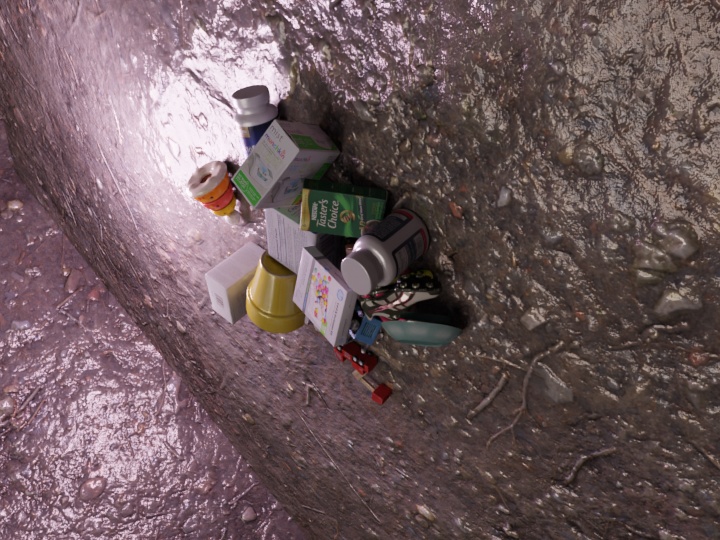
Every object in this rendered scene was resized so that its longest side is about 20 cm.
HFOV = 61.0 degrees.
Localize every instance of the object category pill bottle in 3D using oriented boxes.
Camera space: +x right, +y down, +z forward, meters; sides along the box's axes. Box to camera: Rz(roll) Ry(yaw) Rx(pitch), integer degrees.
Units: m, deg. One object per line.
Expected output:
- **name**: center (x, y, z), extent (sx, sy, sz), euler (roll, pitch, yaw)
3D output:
- **pill bottle**: center (0.052, -0.038, 1.349), extent (0.118, 0.199, 0.122), euler (29, 139, 29)
- **pill bottle**: center (-0.250, -0.345, 1.521), extent (0.114, 0.115, 0.205), euler (19, 133, 39)

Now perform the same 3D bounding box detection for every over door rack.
- **over door rack**: center (-0.048, 0.166, 1.662), extent (0.145, 0.198, 0.069), euler (25, 101, 33)

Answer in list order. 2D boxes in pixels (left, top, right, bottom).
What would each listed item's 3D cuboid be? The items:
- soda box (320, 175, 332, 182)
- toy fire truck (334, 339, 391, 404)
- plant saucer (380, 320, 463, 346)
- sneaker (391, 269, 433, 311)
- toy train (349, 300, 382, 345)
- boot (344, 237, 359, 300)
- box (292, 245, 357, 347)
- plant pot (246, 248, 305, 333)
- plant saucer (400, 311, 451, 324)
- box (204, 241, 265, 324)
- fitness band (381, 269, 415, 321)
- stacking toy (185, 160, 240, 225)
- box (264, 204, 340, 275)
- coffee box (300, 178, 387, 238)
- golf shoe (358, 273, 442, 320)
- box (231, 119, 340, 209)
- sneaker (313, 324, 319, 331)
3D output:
- **soda box**: center (-0.103, -0.190, 1.518), extent (0.198, 0.069, 0.065), euler (38, 138, 21)
- **toy fire truck**: center (0.005, 0.296, 1.830), extent (0.197, 0.048, 0.144), euler (29, 139, 32)
- **plant saucer**: center (0.142, 0.152, 1.431), extent (0.198, 0.197, 0.040), euler (-10, 69, 52)
- **sneaker**: center (0.084, 0.059, 1.442), extent (0.195, 0.073, 0.086), euler (-18, 86, 28)
- **toy train**: center (-0.021, 0.112, 1.572), extent (0.112, 0.089, 0.200), euler (25, -171, -23)
- **boot**: center (0.000, 0.000, 1.517), extent (0.200, 0.068, 0.152), euler (-136, 37, -75)
- **box**: center (-0.089, 0.061, 1.488), extent (0.199, 0.040, 0.160), euler (42, 129, 38)
- **plant pot**: center (-0.231, 0.042, 1.769), extent (0.199, 0.199, 0.193), euler (35, 136, 23)
- **plant saucer**: center (0.118, 0.110, 1.469), extent (0.194, 0.069, 0.020), euler (5, 84, 27)
- **box**: center (-0.372, 0.037, 1.924), extent (0.105, 0.199, 0.156), euler (28, 139, 27)
- **fitness band**: center (0.077, 0.055, 1.546), extent (0.142, 0.037, 0.204), euler (34, 140, 27)
- **stacking toy**: center (-0.423, -0.217, 1.862), extent (0.143, 0.148, 0.202), euler (15, 148, 42)
- **box**: center (-0.153, -0.091, 1.634), extent (0.197, 0.104, 0.188), euler (32, 140, 28)
- **coffee box**: center (-0.042, -0.138, 1.412), extent (0.193, 0.045, 0.125), euler (9, 132, -4)
- **golf shoe**: center (0.092, 0.060, 1.379), extent (0.193, 0.077, 0.091), euler (-5, 111, 20)
- **box**: center (-0.165, -0.240, 1.384), extent (0.097, 0.199, 0.177), euler (49, 113, 11)
- **sneaker**: center (-0.095, 0.101, 1.779), extent (0.097, 0.075, 0.204), euler (13, 134, 24)
